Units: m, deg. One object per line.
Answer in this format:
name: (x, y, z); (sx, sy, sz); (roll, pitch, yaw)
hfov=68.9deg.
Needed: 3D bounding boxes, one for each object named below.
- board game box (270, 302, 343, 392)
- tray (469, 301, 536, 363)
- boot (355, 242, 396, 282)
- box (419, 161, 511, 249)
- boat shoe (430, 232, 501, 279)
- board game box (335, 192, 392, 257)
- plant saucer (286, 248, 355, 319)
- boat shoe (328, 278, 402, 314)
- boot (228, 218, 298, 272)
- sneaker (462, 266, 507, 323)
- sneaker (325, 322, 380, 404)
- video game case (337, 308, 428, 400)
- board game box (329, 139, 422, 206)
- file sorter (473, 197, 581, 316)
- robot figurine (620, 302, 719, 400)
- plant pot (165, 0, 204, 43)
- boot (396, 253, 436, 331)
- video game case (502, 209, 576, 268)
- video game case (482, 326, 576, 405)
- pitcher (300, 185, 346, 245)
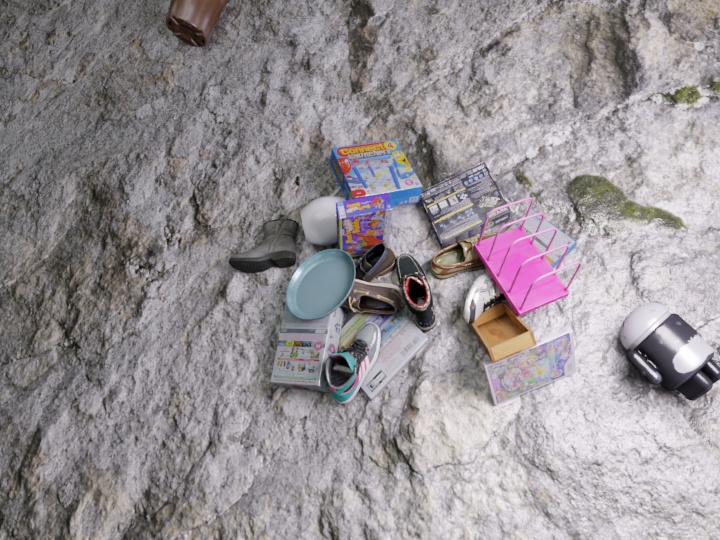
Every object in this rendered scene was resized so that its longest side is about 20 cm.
board game box: (-0.130, 0.185, 1.294); (0.143, 0.064, 0.207); (-2, 65, 27)
tray: (0.305, 0.132, 1.153); (0.096, 0.200, 0.038); (-24, 102, 5)
boot: (0.000, 0.000, 1.331); (0.197, 0.097, 0.076); (-36, 63, -3)
box: (0.267, -0.169, 1.359); (0.195, 0.049, 0.165); (-25, 62, 4)
boat shoe: (0.264, -0.040, 1.291); (0.194, 0.074, 0.078); (-25, 64, 4)
board game box: (0.007, -0.105, 1.301); (0.129, 0.202, 0.046); (-11, 64, -6)
plant saucer: (-0.094, 0.037, 1.296); (0.194, 0.028, 0.205); (-18, 48, 21)
boat shoe: (0.004, 0.069, 1.285); (0.192, 0.074, 0.060); (4, 37, 13)
boot: (-0.265, -0.072, 1.456); (0.192, 0.068, 0.135); (-6, 61, 4)
sneaker: (0.309, 0.049, 1.221); (0.086, 0.077, 0.201); (27, 62, 23)
sneaker: (-0.021, 0.201, 1.215); (0.081, 0.121, 0.205); (20, 74, 21)
video game case: (0.040, 0.178, 1.289); (0.200, 0.022, 0.182); (-44, 64, -5)
board game box: (0.038, -0.254, 1.392); (0.193, 0.057, 0.200); (-12, 53, -18)
file sorter: (0.365, -0.038, 1.152); (0.135, 0.127, 0.204); (-18, 56, -14)
robot figurine: (0.635, 0.164, 1.084); (0.126, 0.148, 0.201); (-51, 62, 22)
plant pot: (-0.573, -0.911, 1.819); (0.194, 0.200, 0.205); (14, 79, 19)
boot: (0.128, 0.027, 1.254); (0.071, 0.154, 0.209); (-19, 64, 4)
video game case: (0.405, -0.052, 1.254); (0.198, 0.018, 0.143); (-36, 64, -25)
video game case: (0.365, 0.208, 1.126); (0.194, 0.146, 0.018); (-23, 39, 3)
pitcher: (-0.064, -0.163, 1.409); (0.193, 0.122, 0.176); (-14, 61, -3)
